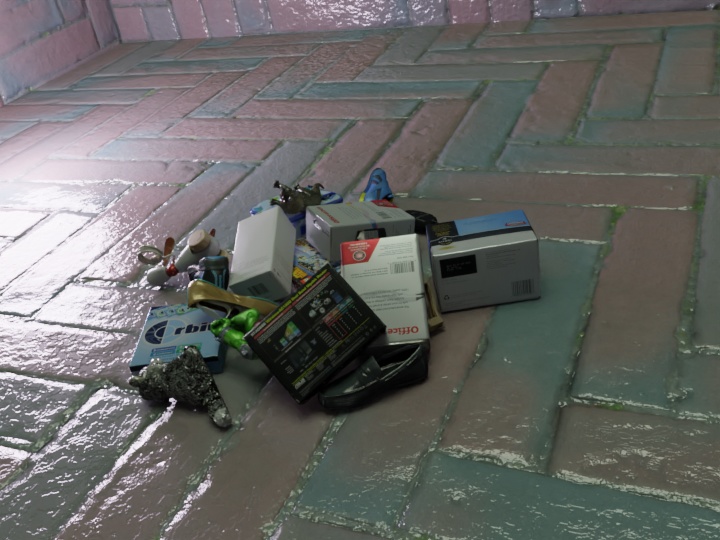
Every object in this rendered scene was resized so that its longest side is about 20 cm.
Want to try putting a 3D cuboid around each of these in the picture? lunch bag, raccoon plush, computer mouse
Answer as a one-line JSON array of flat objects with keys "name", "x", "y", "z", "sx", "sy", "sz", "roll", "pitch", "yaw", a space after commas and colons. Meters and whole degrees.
[{"name": "lunch bag", "x": -0.145, "y": -0.132, "z": 1.910, "sx": 0.200, "sy": 0.083, "sz": 0.161, "roll": -25, "pitch": 31, "yaw": -36}, {"name": "raccoon plush", "x": -0.320, "y": 0.214, "z": 1.404, "sx": 0.134, "sy": 0.097, "sz": 0.200, "roll": -27, "pitch": 34, "yaw": -11}, {"name": "computer mouse", "x": 0.174, "y": -0.095, "z": 1.821, "sx": 0.200, "sy": 0.034, "sz": 0.059, "roll": 22, "pitch": 26, "yaw": 35}]

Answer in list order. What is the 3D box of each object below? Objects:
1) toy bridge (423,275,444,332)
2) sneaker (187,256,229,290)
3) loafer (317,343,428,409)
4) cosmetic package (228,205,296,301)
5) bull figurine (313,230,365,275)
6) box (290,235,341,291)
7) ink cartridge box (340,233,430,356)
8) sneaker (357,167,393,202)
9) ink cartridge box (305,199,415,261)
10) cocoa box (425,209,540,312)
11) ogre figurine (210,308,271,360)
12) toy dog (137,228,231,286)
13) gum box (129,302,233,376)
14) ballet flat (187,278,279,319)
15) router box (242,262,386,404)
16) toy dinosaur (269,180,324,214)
[{"name": "toy bridge", "x": 0.099, "y": 0.033, "z": 1.539, "sx": 0.067, "sy": 0.027, "sz": 0.200, "roll": -21, "pitch": 64, "yaw": -35}, {"name": "sneaker", "x": -0.320, "y": 0.025, "z": 1.694, "sx": 0.073, "sy": 0.082, "sz": 0.200, "roll": -4, "pitch": -7, "yaw": -18}, {"name": "loafer", "x": 0.020, "y": 0.176, "z": 1.371, "sx": 0.200, "sy": 0.071, "sz": 0.068, "roll": -18, "pitch": 31, "yaw": -13}, {"name": "cosmetic package", "x": -0.204, "y": -0.030, "z": 1.705, "sx": 0.107, "sy": 0.085, "sz": 0.200, "roll": -19, "pitch": 41, "yaw": 20}, {"name": "bull figurine", "x": 0.000, "y": 0.000, "z": 1.641, "sx": 0.200, "sy": 0.065, "sz": 0.122, "roll": -33, "pitch": 79, "yaw": -22}, {"name": "box", "x": -0.108, "y": -0.010, "z": 1.751, "sx": 0.137, "sy": 0.040, "sz": 0.200, "roll": -24, "pitch": 33, "yaw": -24}, {"name": "ink cartridge box", "x": 0.046, "y": 0.047, "z": 1.465, "sx": 0.144, "sy": 0.084, "sz": 0.201, "roll": -6, "pitch": 71, "yaw": 7}, {"name": "sneaker", "x": 0.049, "y": -0.186, "z": 1.980, "sx": 0.078, "sy": 0.066, "sz": 0.200, "roll": 9, "pitch": 34, "yaw": 9}, {"name": "ink cartridge box", "x": -0.004, "y": -0.090, "z": 1.759, "sx": 0.199, "sy": 0.083, "sz": 0.146, "roll": -7, "pitch": 25, "yaw": -24}, {"name": "cocoa box", "x": 0.236, "y": -0.020, "z": 1.568, "sx": 0.199, "sy": 0.134, "sz": 0.131, "roll": -9, "pitch": 30, "yaw": 2}, {"name": "ogre figurine", "x": -0.165, "y": 0.120, "z": 1.488, "sx": 0.200, "sy": 0.098, "sz": 0.120, "roll": 17, "pitch": 19, "yaw": -31}, {"name": "toy dog", "x": -0.386, "y": -0.039, "z": 1.803, "sx": 0.199, "sy": 0.132, "sz": 0.096, "roll": -7, "pitch": 41, "yaw": 6}, {"name": "gum box", "x": -0.344, "y": 0.133, "z": 1.583, "sx": 0.169, "sy": 0.045, "sz": 0.200, "roll": -8, "pitch": 31, "yaw": 3}, {"name": "ballet flat", "x": -0.247, "y": 0.077, "z": 1.584, "sx": 0.199, "sy": 0.069, "sz": 0.063, "roll": 19, "pitch": 57, "yaw": -17}, {"name": "router box", "x": -0.077, "y": 0.108, "z": 1.383, "sx": 0.200, "sy": 0.062, "sz": 0.150, "roll": -41, "pitch": 79, "yaw": -5}, {"name": "toy dinosaur", "x": -0.136, "y": -0.158, "z": 1.811, "sx": 0.102, "sy": 0.077, "sz": 0.200, "roll": 31, "pitch": 17, "yaw": 29}]
